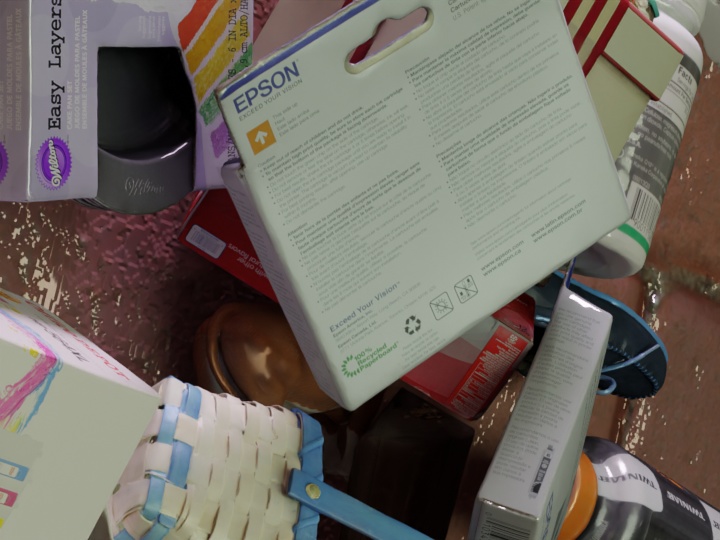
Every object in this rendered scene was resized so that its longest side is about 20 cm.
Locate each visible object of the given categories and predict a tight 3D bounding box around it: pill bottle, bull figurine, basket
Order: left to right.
[{"bbox_3d":[-0.067,0.151,1.284,0.200,0.176,0.140,37,42,-26],"label":"basket"},{"bbox_3d":[-0.024,0.064,1.406,0.199,0.065,0.122,1,94,-46],"label":"bull figurine"},{"bbox_3d":[0.153,-0.106,1.539,0.113,0.113,0.201,31,71,-42],"label":"pill bottle"},{"bbox_3d":[0.165,0.173,1.571,0.200,0.106,0.107,33,70,-45],"label":"pill bottle"}]

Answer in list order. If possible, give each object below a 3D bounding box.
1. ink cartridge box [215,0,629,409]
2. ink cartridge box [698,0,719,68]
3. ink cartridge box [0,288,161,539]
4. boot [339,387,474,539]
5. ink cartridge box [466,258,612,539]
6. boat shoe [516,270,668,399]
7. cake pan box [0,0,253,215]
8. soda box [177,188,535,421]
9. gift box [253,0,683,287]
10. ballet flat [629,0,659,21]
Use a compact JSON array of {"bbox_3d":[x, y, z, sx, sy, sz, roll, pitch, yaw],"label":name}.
[{"bbox_3d":[0.029,-0.062,1.239,0.199,0.041,0.201,-33,122,-18],"label":"ink cartridge box"},{"bbox_3d":[0.278,-0.253,1.637,0.145,0.084,0.200,63,35,-28],"label":"ink cartridge box"},{"bbox_3d":[-0.207,0.069,1.155,0.200,0.128,0.126,25,96,-44],"label":"ink cartridge box"},{"bbox_3d":[0.046,0.169,1.451,0.186,0.064,0.201,-5,108,-55],"label":"boot"},{"bbox_3d":[0.103,0.113,1.378,0.200,0.040,0.201,96,14,-52],"label":"ink cartridge box"},{"bbox_3d":[0.116,0.045,1.544,0.199,0.084,0.069,28,54,-29],"label":"boat shoe"},{"bbox_3d":[-0.125,-0.130,1.212,0.184,0.052,0.201,-5,98,-54],"label":"cake pan box"},{"bbox_3d":[0.000,0.000,1.344,0.199,0.070,0.064,33,109,-7],"label":"soda box"},{"bbox_3d":[0.044,-0.129,1.384,0.184,0.200,0.187,35,84,-45],"label":"gift box"},{"bbox_3d":[0.121,-0.227,1.488,0.076,0.064,0.201,55,12,-72],"label":"ballet flat"}]
